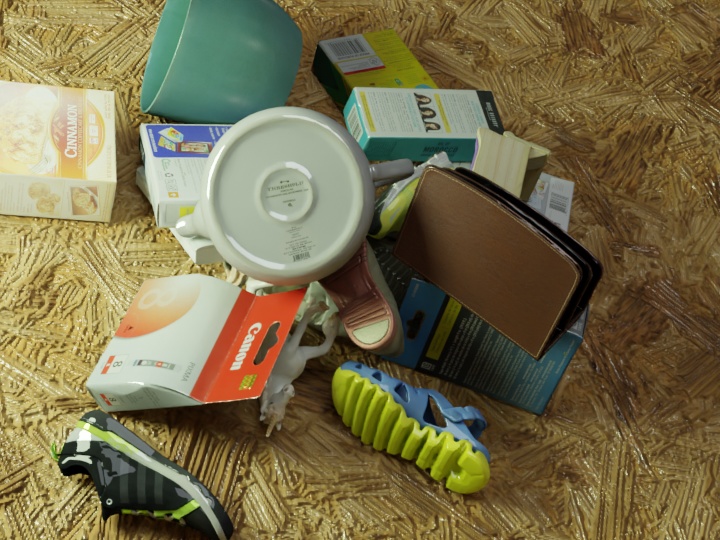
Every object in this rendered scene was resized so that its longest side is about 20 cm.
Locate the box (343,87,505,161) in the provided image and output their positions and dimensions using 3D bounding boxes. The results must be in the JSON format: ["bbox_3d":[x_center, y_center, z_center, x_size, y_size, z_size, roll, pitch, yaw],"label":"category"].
[{"bbox_3d":[0.083,-0.185,1.781,0.198,0.049,0.083,-1,57,-23],"label":"box"}]

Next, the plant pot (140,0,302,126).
[{"bbox_3d":[-0.167,-0.266,1.741,0.159,0.201,0.202,18,44,-19],"label":"plant pot"}]

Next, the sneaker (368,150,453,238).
[{"bbox_3d":[0.076,-0.075,1.660,0.091,0.078,0.200,51,40,3],"label":"sneaker"}]

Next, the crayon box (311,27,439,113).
[{"bbox_3d":[0.035,-0.235,1.876,0.126,0.051,0.201,-14,54,-29],"label":"crayon box"}]

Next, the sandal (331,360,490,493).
[{"bbox_3d":[0.059,0.159,1.510,0.199,0.080,0.087,33,42,1],"label":"sandal"}]

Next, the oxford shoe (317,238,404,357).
[{"bbox_3d":[-0.006,0.012,1.539,0.070,0.074,0.202,-26,61,12],"label":"oxford shoe"}]

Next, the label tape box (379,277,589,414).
[{"bbox_3d":[0.138,0.067,1.567,0.198,0.145,0.064,20,45,-1],"label":"label tape box"}]

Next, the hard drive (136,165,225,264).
[{"bbox_3d":[-0.167,-0.074,1.630,0.131,0.027,0.200,-9,34,-26],"label":"hard drive"}]

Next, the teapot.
[{"bbox_3d":[-0.072,-0.078,1.484,0.199,0.146,0.199,31,90,0],"label":"teapot"}]

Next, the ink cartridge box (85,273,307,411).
[{"bbox_3d":[-0.170,0.069,1.446,0.198,0.050,0.163,-10,38,31],"label":"ink cartridge box"}]

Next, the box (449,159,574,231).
[{"bbox_3d":[0.169,-0.083,1.790,0.198,0.041,0.157,19,45,-3],"label":"box"}]

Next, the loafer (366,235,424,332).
[{"bbox_3d":[0.000,0.000,1.638,0.200,0.068,0.076,44,52,0],"label":"loafer"}]

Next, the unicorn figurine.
[{"bbox_3d":[-0.092,0.077,1.512,0.138,0.074,0.200,-49,53,2],"label":"unicorn figurine"}]

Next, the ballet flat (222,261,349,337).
[{"bbox_3d":[-0.074,0.025,1.581,0.199,0.070,0.069,30,46,16],"label":"ballet flat"}]

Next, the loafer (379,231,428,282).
[{"bbox_3d":[0.077,-0.008,1.672,0.200,0.063,0.072,40,49,18],"label":"loafer"}]

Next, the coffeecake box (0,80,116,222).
[{"bbox_3d":[-0.387,-0.142,1.625,0.198,0.073,0.155,4,49,-16],"label":"coffeecake box"}]

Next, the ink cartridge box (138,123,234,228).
[{"bbox_3d":[-0.151,-0.114,1.636,0.198,0.047,0.198,0,30,-16],"label":"ink cartridge box"}]

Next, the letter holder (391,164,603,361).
[{"bbox_3d":[0.153,-0.033,1.463,0.199,0.143,0.100,36,46,17],"label":"letter holder"}]

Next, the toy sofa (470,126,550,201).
[{"bbox_3d":[0.163,-0.081,1.688,0.097,0.083,0.201,19,39,-1],"label":"toy sofa"}]

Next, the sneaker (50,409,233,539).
[{"bbox_3d":[-0.216,0.220,1.372,0.199,0.072,0.083,33,70,13],"label":"sneaker"}]
